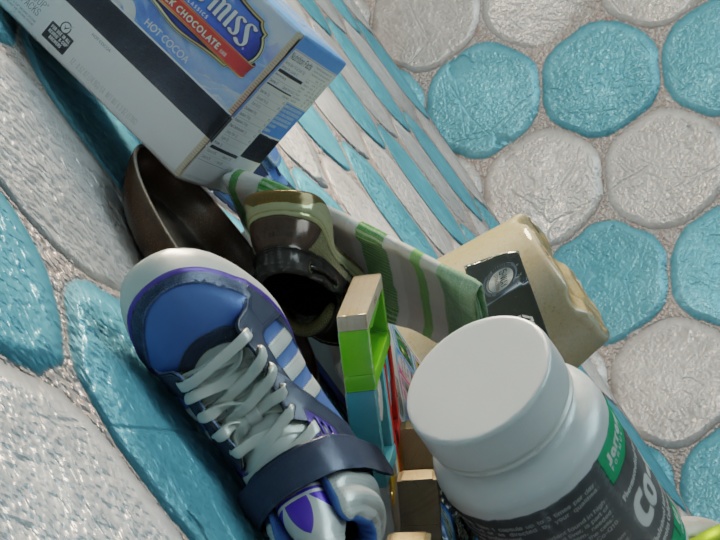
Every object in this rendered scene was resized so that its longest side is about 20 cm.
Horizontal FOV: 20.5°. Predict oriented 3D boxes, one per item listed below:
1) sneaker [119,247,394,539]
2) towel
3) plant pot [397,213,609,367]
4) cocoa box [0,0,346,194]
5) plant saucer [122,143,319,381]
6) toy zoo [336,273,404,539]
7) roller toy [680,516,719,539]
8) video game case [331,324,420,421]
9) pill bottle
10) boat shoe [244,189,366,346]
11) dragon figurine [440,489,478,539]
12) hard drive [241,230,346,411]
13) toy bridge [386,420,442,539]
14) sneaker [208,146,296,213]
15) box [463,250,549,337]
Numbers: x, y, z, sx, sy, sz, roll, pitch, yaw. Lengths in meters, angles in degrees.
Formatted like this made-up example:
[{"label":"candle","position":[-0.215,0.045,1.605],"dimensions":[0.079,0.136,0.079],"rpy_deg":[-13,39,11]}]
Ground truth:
[{"label":"sneaker","position":[-0.050,0.088,1.111],"dimensions":[0.200,0.080,0.147],"rpy_deg":[54,3,-42]},{"label":"towel","position":[0.000,0.000,1.394],"dimensions":[0.199,0.023,0.153],"rpy_deg":[27,-17,17]},{"label":"plant pot","position":[0.105,0.055,1.716],"dimensions":[0.201,0.183,0.201],"rpy_deg":[52,9,-12]},{"label":"cocoa box","position":[-0.132,-0.170,1.383],"dimensions":[0.200,0.131,0.133],"rpy_deg":[44,7,11]},{"label":"plant saucer","position":[-0.099,0.004,1.336],"dimensions":[0.201,0.032,0.200],"rpy_deg":[53,8,-11]},{"label":"toy zoo","position":[0.012,0.112,1.268],"dimensions":[0.131,0.020,0.201],"rpy_deg":[-67,150,-78]},{"label":"roller toy","position":[0.226,0.288,1.481],"dimensions":[0.140,0.182,0.200],"rpy_deg":[59,-12,30]},{"label":"video game case","position":[0.031,0.095,1.515],"dimensions":[0.182,0.024,0.200],"rpy_deg":[56,10,-20]},{"label":"pill bottle","position":[0.114,0.127,1.208],"dimensions":[0.200,0.113,0.113],"rpy_deg":[54,7,-37]},{"label":"boat shoe","position":[-0.039,0.013,1.324],"dimensions":[0.200,0.073,0.065],"rpy_deg":[60,33,-62]},{"label":"dragon figurine","position":[0.069,0.179,1.329],"dimensions":[0.200,0.058,0.100],"rpy_deg":[-109,-169,-64]},{"label":"hard drive","position":[-0.027,0.048,1.559],"dimensions":[0.200,0.025,0.132],"rpy_deg":[54,9,-1]},{"label":"toy bridge","position":[0.036,0.155,1.216],"dimensions":[0.200,0.027,0.068],"rpy_deg":[-77,162,-73]},{"label":"sneaker","position":[-0.098,-0.103,1.523],"dimensions":[0.200,0.082,0.074],"rpy_deg":[44,5,-18]},{"label":"box","position":[0.133,0.109,1.480],"dimensions":[0.160,0.043,0.201],"rpy_deg":[71,1,-58]}]
